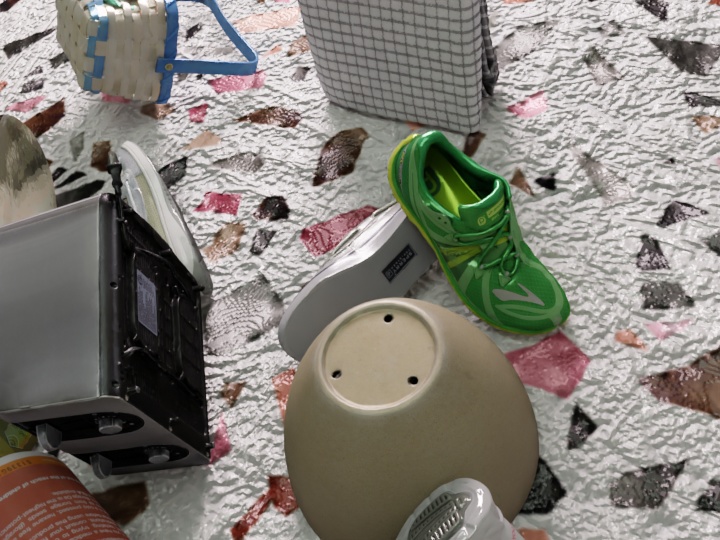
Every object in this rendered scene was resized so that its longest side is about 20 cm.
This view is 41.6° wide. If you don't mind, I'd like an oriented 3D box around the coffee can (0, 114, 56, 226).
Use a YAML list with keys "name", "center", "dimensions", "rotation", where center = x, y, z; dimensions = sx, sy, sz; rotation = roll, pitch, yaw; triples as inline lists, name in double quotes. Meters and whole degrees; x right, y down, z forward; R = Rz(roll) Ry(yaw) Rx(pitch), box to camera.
- name: "coffee can"
  center: [-0.429, -0.066, 0.947]
  dimensions: [0.197, 0.147, 0.148]
  rotation: [-9, 51, 9]

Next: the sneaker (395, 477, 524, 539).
- name: "sneaker"
  center: [0.035, 0.235, 0.622]
  dimensions: [0.200, 0.099, 0.078]
  rotation: [-42, 19, 12]

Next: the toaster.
- name: "toaster"
  center: [-0.201, 0.049, 0.747]
  dimensions: [0.117, 0.181, 0.202]
  rotation: [-13, 63, 8]

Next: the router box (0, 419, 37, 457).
- name: "router box"
  center: [-0.346, 0.121, 0.741]
  dimensions: [0.052, 0.201, 0.158]
  rotation: [10, 56, 27]

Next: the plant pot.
- name: "plant pot"
  center: [0.027, 0.098, 0.694]
  dimensions: [0.197, 0.135, 0.202]
  rotation: [-8, 51, 9]

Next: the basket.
- name: "basket"
  center: [-0.231, -0.270, 1.066]
  dimensions: [0.198, 0.140, 0.177]
  rotation: [-6, 42, -35]

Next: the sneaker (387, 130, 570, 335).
- name: "sneaker"
  center: [0.096, -0.028, 0.768]
  dimensions: [0.074, 0.084, 0.200]
  rotation: [-41, 89, -17]

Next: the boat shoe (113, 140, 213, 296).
- name: "boat shoe"
  center: [-0.205, -0.046, 0.916]
  dimensions: [0.064, 0.075, 0.203]
  rotation: [-28, 59, -6]

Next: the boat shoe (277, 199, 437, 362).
- name: "boat shoe"
  center: [0.000, 0.000, 0.824]
  dimensions: [0.200, 0.072, 0.065]
  rotation: [-47, 26, -15]

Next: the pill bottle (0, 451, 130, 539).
- name: "pill bottle"
  center: [-0.209, 0.229, 0.674]
  dimensions: [0.112, 0.113, 0.199]
  rotation: [-43, 53, -18]

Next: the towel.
- name: "towel"
  center: [0.040, -0.240, 0.936]
  dimensions: [0.198, 0.167, 0.086]
  rotation: [15, 52, 26]
